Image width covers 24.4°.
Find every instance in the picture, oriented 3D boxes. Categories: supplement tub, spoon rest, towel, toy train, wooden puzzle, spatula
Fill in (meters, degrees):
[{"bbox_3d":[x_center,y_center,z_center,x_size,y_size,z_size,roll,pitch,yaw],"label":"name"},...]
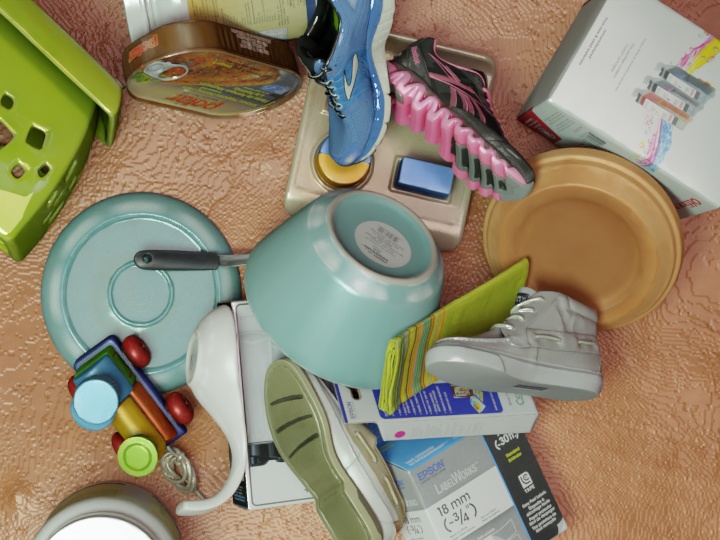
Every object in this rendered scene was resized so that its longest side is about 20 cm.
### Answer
[{"bbox_3d":[-0.236,0.277,1.546,0.143,0.200,0.147,0,89,-5],"label":"supplement tub"},{"bbox_3d":[-0.136,0.132,1.576,0.060,0.099,0.202,9,73,-17],"label":"spoon rest"},{"bbox_3d":[-0.132,-0.284,1.596,0.198,0.144,0.146,-11,90,-6],"label":"supplement tub"},{"bbox_3d":[0.092,0.061,1.580,0.018,0.087,0.199,33,44,30],"label":"towel"},{"bbox_3d":[-0.200,0.165,1.580,0.084,0.116,0.201,-34,101,8],"label":"toy train"},{"bbox_3d":[0.032,-0.135,1.659,0.183,0.046,0.202,13,88,-6],"label":"wooden puzzle"},{"bbox_3d":[-0.124,-0.011,1.630,0.198,0.021,0.057,-2,71,-16],"label":"spatula"}]

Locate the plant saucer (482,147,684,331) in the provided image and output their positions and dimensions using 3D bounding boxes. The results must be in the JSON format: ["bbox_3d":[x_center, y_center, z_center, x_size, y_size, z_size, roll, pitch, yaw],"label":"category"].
[{"bbox_3d":[0.214,-0.022,1.622,0.198,0.038,0.202,9,124,14],"label":"plant saucer"}]

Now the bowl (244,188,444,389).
[{"bbox_3d":[0.000,0.000,1.570,0.200,0.201,0.105,28,130,-5],"label":"bowl"}]

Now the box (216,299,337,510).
[{"bbox_3d":[-0.071,0.126,1.625,0.115,0.060,0.202,-4,89,-20],"label":"box"}]

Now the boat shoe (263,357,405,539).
[{"bbox_3d":[-0.024,0.170,1.576,0.068,0.074,0.201,-25,89,-47],"label":"boat shoe"}]

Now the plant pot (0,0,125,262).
[{"bbox_3d":[-0.333,-0.144,1.551,0.200,0.199,0.182,43,79,-3],"label":"plant pot"}]

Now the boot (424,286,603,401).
[{"bbox_3d":[0.145,0.063,1.578,0.199,0.073,0.097,13,69,-33],"label":"boot"}]

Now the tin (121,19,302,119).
[{"bbox_3d":[-0.140,-0.188,1.578,0.111,0.199,0.042,-29,69,31],"label":"tin"}]

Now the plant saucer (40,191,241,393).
[{"bbox_3d":[-0.216,0.023,1.641,0.198,0.027,0.202,0,88,-6],"label":"plant saucer"}]

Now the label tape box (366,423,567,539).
[{"bbox_3d":[0.096,0.197,1.625,0.144,0.063,0.201,-27,93,-32],"label":"label tape box"}]

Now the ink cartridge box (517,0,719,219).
[{"bbox_3d":[0.284,-0.164,1.635,0.199,0.145,0.145,32,84,-5],"label":"ink cartridge box"}]

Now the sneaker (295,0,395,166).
[{"bbox_3d":[-0.023,-0.191,1.563,0.088,0.078,0.202,-16,122,-28],"label":"sneaker"}]

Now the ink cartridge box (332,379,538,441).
[{"bbox_3d":[0.065,0.115,1.605,0.198,0.037,0.095,0,46,-20],"label":"ink cartridge box"}]

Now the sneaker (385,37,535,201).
[{"bbox_3d":[0.102,-0.152,1.601,0.200,0.079,0.095,43,65,15],"label":"sneaker"}]
